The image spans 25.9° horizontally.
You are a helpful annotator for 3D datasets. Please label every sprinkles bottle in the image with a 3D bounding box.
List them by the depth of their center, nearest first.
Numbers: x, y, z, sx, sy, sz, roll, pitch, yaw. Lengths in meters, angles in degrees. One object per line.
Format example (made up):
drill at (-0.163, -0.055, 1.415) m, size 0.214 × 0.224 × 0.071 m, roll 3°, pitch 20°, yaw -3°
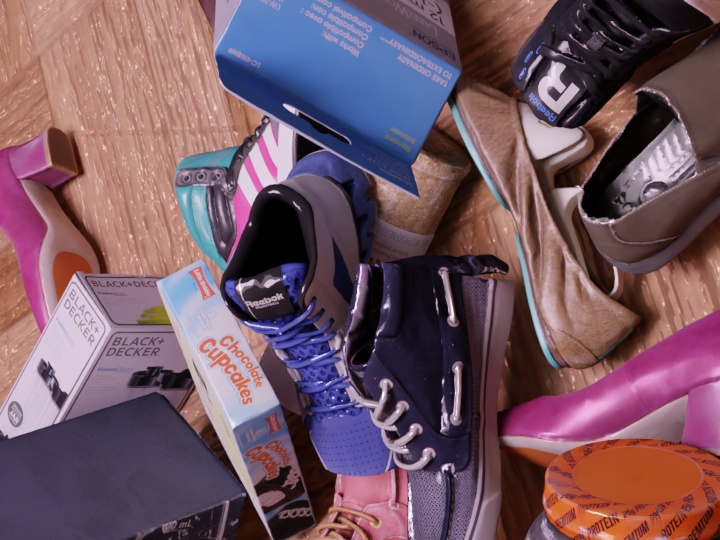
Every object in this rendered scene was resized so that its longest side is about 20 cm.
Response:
sprinkles bottle at (0.000, 0.000, 1.029) m, size 0.068 × 0.068 × 0.201 m, roll 42°, pitch 116°, yaw 36°

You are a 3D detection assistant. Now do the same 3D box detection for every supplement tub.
supplement tub at (0.144, 0.198, 0.816) m, size 0.122 × 0.122 × 0.202 m, roll 15°, pitch 114°, yaw 43°

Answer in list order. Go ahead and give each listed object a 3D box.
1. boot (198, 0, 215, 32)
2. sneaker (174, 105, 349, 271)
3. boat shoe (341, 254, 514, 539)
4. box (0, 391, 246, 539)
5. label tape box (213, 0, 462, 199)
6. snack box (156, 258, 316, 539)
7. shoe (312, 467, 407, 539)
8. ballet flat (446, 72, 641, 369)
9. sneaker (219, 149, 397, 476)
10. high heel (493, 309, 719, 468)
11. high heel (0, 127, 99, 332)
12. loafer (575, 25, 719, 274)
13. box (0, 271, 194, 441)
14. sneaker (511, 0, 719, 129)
boot at (-0.136, -0.243, 1.166) m, size 0.200 × 0.072 × 0.167 m, roll -36°, pitch 62°, yaw 32°
sneaker at (-0.069, -0.083, 1.094) m, size 0.120 × 0.083 × 0.202 m, roll 14°, pitch 99°, yaw 33°
boat shoe at (0.030, 0.086, 0.913) m, size 0.074 × 0.092 × 0.202 m, roll -5°, pitch 79°, yaw 59°
box at (-0.206, 0.217, 1.094) m, size 0.124 × 0.199 × 0.198 m, roll 41°, pitch 132°, yaw 35°
label tape box at (-0.013, -0.149, 0.943) m, size 0.066 × 0.143 × 0.201 m, roll -50°, pitch 26°, yaw 27°
snack box at (-0.079, 0.092, 1.034) m, size 0.117 × 0.037 × 0.200 m, roll 59°, pitch 169°, yaw 28°
shoe at (0.000, 0.176, 1.005) m, size 0.071 × 0.091 × 0.202 m, roll -9°, pitch 82°, yaw 43°
ballet flat at (0.114, -0.041, 0.933) m, size 0.072 × 0.068 × 0.201 m, roll -26°, pitch 70°, yaw 18°
sneaker at (-0.035, 0.032, 0.949) m, size 0.080 × 0.115 × 0.201 m, roll -8°, pitch 95°, yaw 28°
high heel at (0.152, 0.064, 0.896) m, size 0.199 × 0.067 × 0.097 m, roll -11°, pitch 58°, yaw 53°
high heel at (-0.271, -0.015, 1.270) m, size 0.096 × 0.067 × 0.201 m, roll -27°, pitch 64°, yaw 27°
loafer at (0.190, -0.082, 0.839) m, size 0.200 × 0.069 × 0.075 m, roll -52°, pitch 55°, yaw 15°
box at (-0.198, 0.096, 1.180) m, size 0.060 × 0.116 × 0.201 m, roll 50°, pitch 120°, yaw 32°
sneaker at (0.131, -0.121, 0.829) m, size 0.073 × 0.200 × 0.112 m, roll 39°, pitch 101°, yaw 0°
